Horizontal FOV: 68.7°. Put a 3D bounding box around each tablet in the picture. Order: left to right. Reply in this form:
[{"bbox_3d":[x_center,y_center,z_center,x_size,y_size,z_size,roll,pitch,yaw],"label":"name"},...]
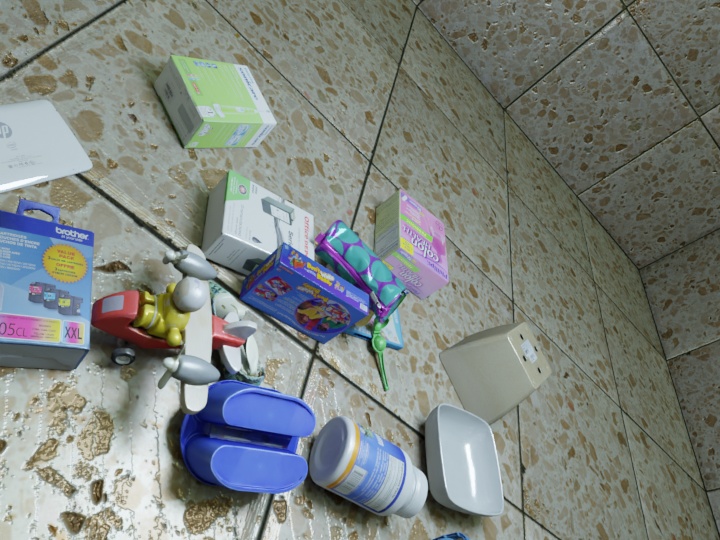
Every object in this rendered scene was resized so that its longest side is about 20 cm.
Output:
[{"bbox_3d":[-0.501,-0.179,0.751,0.132,0.014,0.199,55,35,-2],"label":"tablet"}]

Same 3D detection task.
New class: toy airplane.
[{"bbox_3d":[-0.232,0.067,0.723,0.199,0.142,0.199,41,40,6],"label":"toy airplane"}]

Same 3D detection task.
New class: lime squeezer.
[{"bbox_3d":[0.053,0.138,1.091,0.037,0.069,0.207,-4,107,-57],"label":"lime squeezer"}]

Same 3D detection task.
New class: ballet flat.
[{"bbox_3d":[-0.201,0.097,0.846,0.073,0.074,0.205,-9,70,-51],"label":"ballet flat"}]

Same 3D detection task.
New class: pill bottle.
[{"bbox_3d":[0.019,0.337,0.883,0.198,0.111,0.114,36,40,-26],"label":"pill bottle"}]

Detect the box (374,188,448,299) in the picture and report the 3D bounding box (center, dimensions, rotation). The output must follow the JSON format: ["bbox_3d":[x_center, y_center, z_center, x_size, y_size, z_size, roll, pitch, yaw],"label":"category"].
[{"bbox_3d":[0.128,-0.067,1.328,0.174,0.096,0.205,33,43,-29],"label":"box"}]

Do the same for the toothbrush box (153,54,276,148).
[{"bbox_3d":[-0.286,-0.332,1.056,0.198,0.085,0.149,-21,79,-53],"label":"toothbrush box"}]

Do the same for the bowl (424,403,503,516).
[{"bbox_3d":[0.203,0.397,1.084,0.197,0.074,0.205,28,44,-33],"label":"bowl"}]

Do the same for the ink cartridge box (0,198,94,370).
[{"bbox_3d":[-0.414,0.011,0.659,0.134,0.076,0.206,14,52,-43],"label":"ink cartridge box"}]

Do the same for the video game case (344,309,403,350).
[{"bbox_3d":[0.013,0.083,1.148,0.197,0.018,0.147,23,47,-38],"label":"video game case"}]

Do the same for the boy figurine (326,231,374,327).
[{"bbox_3d":[-0.021,0.015,1.093,0.122,0.064,0.205,17,49,-45],"label":"boy figurine"}]

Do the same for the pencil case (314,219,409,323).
[{"bbox_3d":[0.000,0.000,1.018,0.200,0.086,0.092,45,24,8],"label":"pencil case"}]

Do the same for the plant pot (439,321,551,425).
[{"bbox_3d":[0.343,0.237,1.282,0.197,0.175,0.205,-13,73,-52],"label":"plant pot"}]

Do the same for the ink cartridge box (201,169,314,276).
[{"bbox_3d":[-0.183,-0.067,0.977,0.197,0.083,0.149,25,46,-35],"label":"ink cartridge box"}]

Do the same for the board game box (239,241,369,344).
[{"bbox_3d":[-0.099,0.048,0.946,0.197,0.133,0.046,33,41,-29],"label":"board game box"}]

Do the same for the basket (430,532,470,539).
[{"bbox_3d":[0.115,0.500,0.831,0.200,0.174,0.141,45,20,-35],"label":"basket"}]

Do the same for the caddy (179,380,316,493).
[{"bbox_3d":[-0.159,0.240,0.761,0.197,0.103,0.146,24,70,-36],"label":"caddy"}]
